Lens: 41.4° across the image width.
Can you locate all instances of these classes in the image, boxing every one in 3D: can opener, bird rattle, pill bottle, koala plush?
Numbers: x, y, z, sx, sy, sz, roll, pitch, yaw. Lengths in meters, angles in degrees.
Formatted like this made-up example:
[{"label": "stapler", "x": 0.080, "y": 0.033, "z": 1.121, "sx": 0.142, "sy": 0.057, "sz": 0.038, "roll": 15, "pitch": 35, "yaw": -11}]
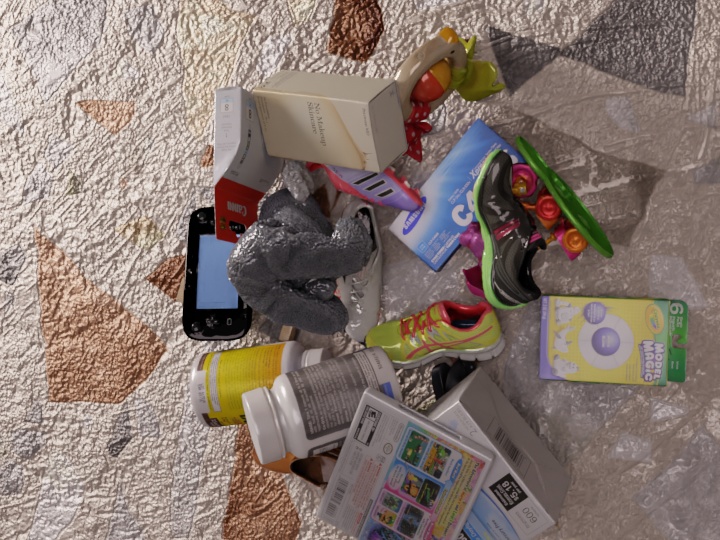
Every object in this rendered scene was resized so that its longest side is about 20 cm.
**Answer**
[{"label": "can opener", "x": 0.165, "y": 0.219, "z": 1.340, "sx": 0.063, "sy": 0.078, "sz": 0.203, "roll": -22, "pitch": 90, "yaw": -24}, {"label": "bird rattle", "x": 0.087, "y": -0.251, "z": 1.295, "sx": 0.198, "sy": 0.163, "sz": 0.114, "roll": -34, "pitch": 66, "yaw": 2}, {"label": "pill bottle", "x": -0.051, "y": 0.181, "z": 1.262, "sx": 0.196, "sy": 0.114, "sz": 0.116, "roll": -15, "pitch": 88, "yaw": -13}, {"label": "pill bottle", "x": -0.139, "y": 0.163, "z": 1.376, "sx": 0.196, "sy": 0.109, "sz": 0.112, "roll": -8, "pitch": 90, "yaw": 14}, {"label": "koala plush", "x": -0.094, "y": -0.045, "z": 1.311, "sx": 0.180, "sy": 0.202, "sz": 0.179, "roll": 10, "pitch": 128, "yaw": -15}]

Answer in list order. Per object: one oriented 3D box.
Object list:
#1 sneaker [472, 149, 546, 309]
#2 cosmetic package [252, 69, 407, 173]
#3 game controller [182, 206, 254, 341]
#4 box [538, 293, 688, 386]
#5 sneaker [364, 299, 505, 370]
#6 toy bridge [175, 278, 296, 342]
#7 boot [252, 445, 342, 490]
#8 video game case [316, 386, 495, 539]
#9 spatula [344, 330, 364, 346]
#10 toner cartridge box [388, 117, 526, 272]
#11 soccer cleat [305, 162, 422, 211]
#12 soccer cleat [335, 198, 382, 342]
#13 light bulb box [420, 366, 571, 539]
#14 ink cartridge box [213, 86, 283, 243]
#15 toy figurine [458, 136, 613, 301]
[{"label": "sneaker", "x": 0.192, "y": -0.053, "z": 1.192, "sx": 0.082, "sy": 0.076, "sz": 0.204, "roll": -1, "pitch": 105, "yaw": 33}, {"label": "cosmetic package", "x": -0.042, "y": -0.203, "z": 1.281, "sx": 0.197, "sy": 0.073, "sz": 0.105, "roll": 13, "pitch": 129, "yaw": 35}, {"label": "game controller", "x": -0.207, "y": 0.004, "z": 1.399, "sx": 0.102, "sy": 0.042, "sz": 0.204, "roll": -3, "pitch": 75, "yaw": 12}, {"label": "box", "x": 0.343, "y": 0.094, "z": 1.294, "sx": 0.196, "sy": 0.048, "sz": 0.120, "roll": 1, "pitch": 92, "yaw": 12}, {"label": "sneaker", "x": 0.100, "y": 0.077, "z": 1.318, "sx": 0.196, "sy": 0.079, "sz": 0.091, "roll": -8, "pitch": 134, "yaw": 5}, {"label": "toy bridge", "x": -0.177, "y": 0.046, "z": 1.424, "sx": 0.197, "sy": 0.027, "sz": 0.068, "roll": 19, "pitch": 94, "yaw": 13}, {"label": "boot", "x": -0.080, "y": 0.265, "z": 1.341, "sx": 0.196, "sy": 0.155, "sz": 0.075, "roll": -5, "pitch": 91, "yaw": 13}, {"label": "video game case", "x": 0.053, "y": 0.274, "z": 1.208, "sx": 0.180, "sy": 0.024, "sz": 0.203, "roll": 26, "pitch": 112, "yaw": 12}, {"label": "spatula", "x": -0.034, "y": 0.071, "z": 1.394, "sx": 0.198, "sy": 0.021, "sz": 0.057, "roll": 35, "pitch": 95, "yaw": 9}, {"label": "toner cartridge box", "x": 0.138, "y": -0.104, "z": 1.338, "sx": 0.095, "sy": 0.043, "sz": 0.201, "roll": 41, "pitch": 100, "yaw": 10}, {"label": "soccer cleat", "x": 0.005, "y": -0.127, "z": 1.341, "sx": 0.199, "sy": 0.066, "sz": 0.077, "roll": 39, "pitch": 97, "yaw": 27}, {"label": "soccer cleat", "x": 0.000, "y": 0.000, "z": 1.345, "sx": 0.067, "sy": 0.085, "sz": 0.205, "roll": 1, "pitch": 89, "yaw": -10}, {"label": "light bulb box", "x": 0.136, "y": 0.277, "z": 1.259, "sx": 0.200, "sy": 0.125, "sz": 0.199, "roll": -42, "pitch": 86, "yaw": 27}, {"label": "ink cartridge box", "x": -0.154, "y": -0.139, "z": 1.336, "sx": 0.046, "sy": 0.160, "sz": 0.204, "roll": -2, "pitch": 86, "yaw": 16}, {"label": "toy figurine", "x": 0.206, "y": -0.044, "z": 1.277, "sx": 0.183, "sy": 0.150, "sz": 0.201, "roll": -39, "pitch": 97, "yaw": 20}]
